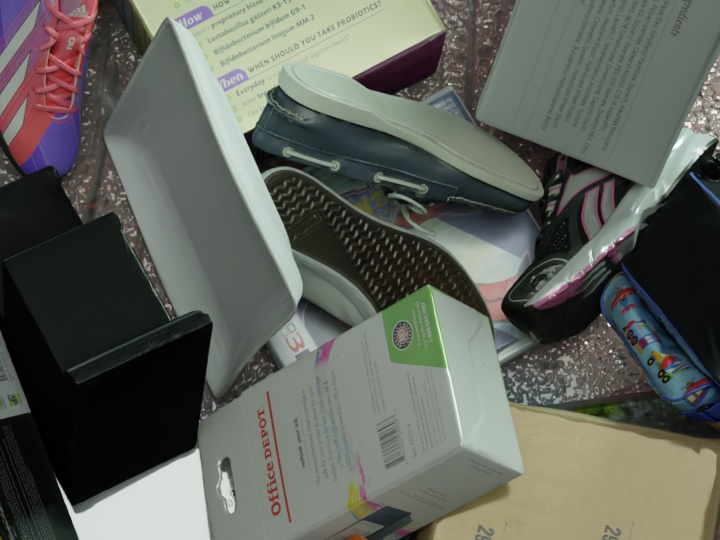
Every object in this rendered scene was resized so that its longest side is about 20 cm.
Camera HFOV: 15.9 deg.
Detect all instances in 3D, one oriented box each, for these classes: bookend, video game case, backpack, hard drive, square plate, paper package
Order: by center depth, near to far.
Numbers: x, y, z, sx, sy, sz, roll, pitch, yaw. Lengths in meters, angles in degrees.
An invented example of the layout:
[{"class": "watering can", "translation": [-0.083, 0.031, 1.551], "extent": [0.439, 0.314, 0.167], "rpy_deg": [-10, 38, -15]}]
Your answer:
[{"class": "bookend", "translation": [-0.181, 0.011, 1.592], "extent": [0.092, 0.199, 0.201], "rpy_deg": [-25, 69, -17]}, {"class": "square plate", "translation": [-0.097, -0.038, 1.632], "extent": [0.028, 0.198, 0.201], "rpy_deg": [-20, 78, -24]}, {"class": "paper package", "translation": [0.124, 0.192, 1.635], "extent": [0.189, 0.104, 0.201], "rpy_deg": [11, 77, 1]}, {"class": "backpack", "translation": [0.277, 0.045, 1.646], "extent": [0.200, 0.183, 0.135], "rpy_deg": [29, 107, -34]}, {"class": "hard drive", "translation": [-0.128, 0.161, 1.667], "extent": [0.199, 0.027, 0.133], "rpy_deg": [17, 76, 0]}, {"class": "video game case", "translation": [0.023, 0.001, 1.715], "extent": [0.199, 0.023, 0.183], "rpy_deg": [-30, 80, -9]}]

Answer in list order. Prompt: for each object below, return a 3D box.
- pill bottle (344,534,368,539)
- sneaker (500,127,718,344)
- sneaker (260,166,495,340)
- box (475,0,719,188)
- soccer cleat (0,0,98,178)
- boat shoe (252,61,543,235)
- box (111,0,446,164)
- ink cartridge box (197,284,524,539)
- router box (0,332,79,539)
[{"class": "pill bottle", "translation": [-0.067, 0.236, 1.542], "extent": [0.199, 0.106, 0.107], "rpy_deg": [-29, 80, -16]}, {"class": "sneaker", "translation": [0.148, -0.035, 1.702], "extent": [0.086, 0.081, 0.200], "rpy_deg": [33, 54, 20]}, {"class": "sneaker", "translation": [0.000, 0.000, 1.675], "extent": [0.200, 0.085, 0.073], "rpy_deg": [38, 72, -16]}, {"class": "box", "translation": [0.180, -0.200, 1.650], "extent": [0.130, 0.200, 0.200], "rpy_deg": [22, 52, 2]}, {"class": "soccer cleat", "translation": [-0.202, -0.153, 1.678], "extent": [0.068, 0.073, 0.201], "rpy_deg": [-13, 107, -44]}, {"class": "boat shoe", "translation": [0.025, -0.071, 1.653], "extent": [0.199, 0.075, 0.062], "rpy_deg": [18, 114, -29]}, {"class": "box", "translation": [-0.068, -0.190, 1.716], "extent": [0.175, 0.097, 0.201], "rpy_deg": [-28, 81, -9]}, {"class": "ink cartridge box", "translation": [-0.004, 0.110, 1.607], "extent": [0.199, 0.067, 0.118], "rpy_deg": [-30, 55, 29]}, {"class": "router box", "translation": [-0.247, 0.147, 1.603], "extent": [0.051, 0.149, 0.201], "rpy_deg": [-12, 74, -42]}]
